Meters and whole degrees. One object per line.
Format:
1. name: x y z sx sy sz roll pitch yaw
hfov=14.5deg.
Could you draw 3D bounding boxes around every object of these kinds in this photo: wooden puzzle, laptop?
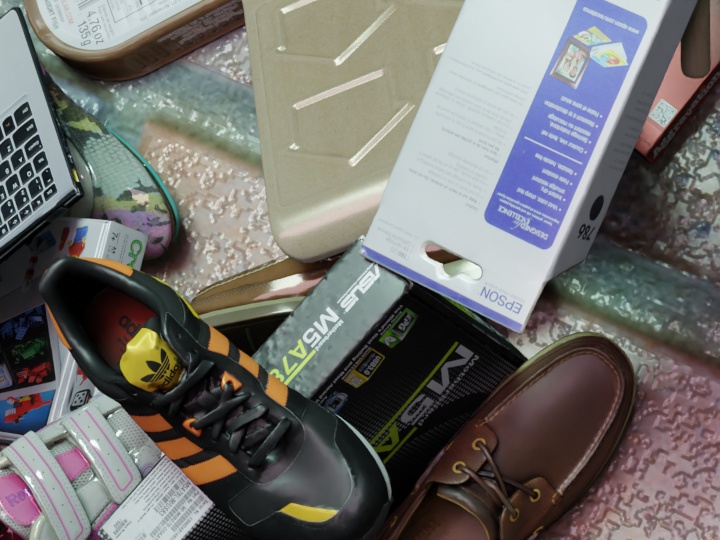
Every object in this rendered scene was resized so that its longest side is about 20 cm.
1. wooden puzzle: 0.032 -0.110 1.523 0.185 0.046 0.201 -21 54 15
2. laptop: -0.257 -0.024 1.543 0.187 0.116 0.201 -36 60 28

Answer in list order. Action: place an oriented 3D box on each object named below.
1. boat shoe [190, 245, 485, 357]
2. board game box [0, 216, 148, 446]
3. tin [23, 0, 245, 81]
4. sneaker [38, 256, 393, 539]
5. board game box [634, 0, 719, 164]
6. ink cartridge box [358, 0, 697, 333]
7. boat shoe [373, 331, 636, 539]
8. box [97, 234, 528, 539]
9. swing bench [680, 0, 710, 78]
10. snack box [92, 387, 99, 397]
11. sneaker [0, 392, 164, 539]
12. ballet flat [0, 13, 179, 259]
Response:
1. boat shoe: 0.000 0.000 1.535 0.199 0.072 0.068 -11 67 10
2. board game box: -0.207 0.031 1.586 0.199 0.035 0.127 5 78 46
3. tin: -0.105 -0.186 1.640 0.199 0.042 0.112 -26 72 14
4. sneaker: -0.075 0.062 1.318 0.200 0.090 0.070 39 92 27
5. board game box: 0.117 -0.156 1.552 0.200 0.019 0.103 40 92 26
6. ink cartridge box: 0.082 -0.078 1.338 0.099 0.039 0.201 27 96 25
7. boat shoe: 0.068 0.116 1.462 0.072 0.068 0.200 43 97 2
8. box: -0.018 0.090 1.445 0.200 0.193 0.048 -48 62 3
9. swing bench: 0.187 -0.231 1.403 0.129 0.199 0.201 30 124 25
10. snack box: -0.121 0.130 1.488 0.072 0.024 0.201 10 80 26
11. sneaker: -0.143 0.114 1.439 0.200 0.088 0.081 -49 63 5
12. ballet flat: -0.186 -0.073 1.620 0.200 0.071 0.069 49 129 26
